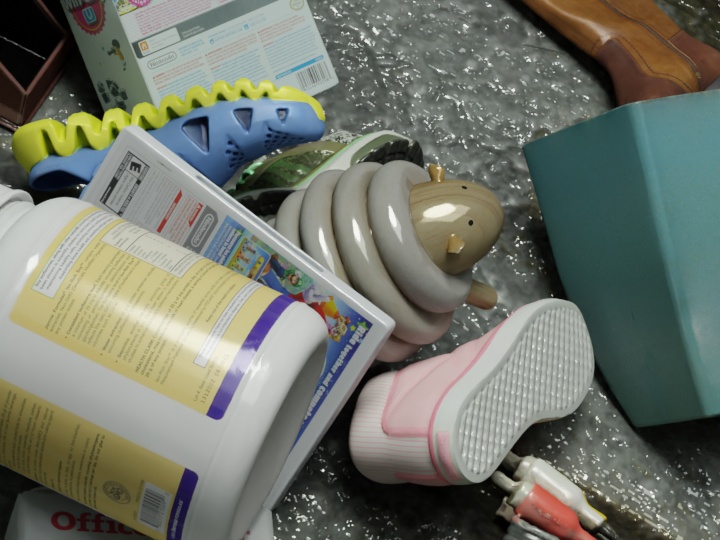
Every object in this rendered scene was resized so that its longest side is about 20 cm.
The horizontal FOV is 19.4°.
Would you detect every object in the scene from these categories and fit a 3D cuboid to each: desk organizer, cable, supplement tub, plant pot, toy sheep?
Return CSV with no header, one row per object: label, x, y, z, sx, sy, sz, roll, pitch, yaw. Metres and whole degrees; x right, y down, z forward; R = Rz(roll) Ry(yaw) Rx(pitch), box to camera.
desk organizer,-0.210,-0.195,1.417,0.071,0.077,0.201,26,49,0
cable,0.162,0.172,1.280,0.199,0.051,0.097,27,11,6
supplement tub,-0.132,0.050,1.112,0.199,0.146,0.146,25,49,7
plant pot,0.217,-0.006,1.374,0.140,0.141,0.202,-11,87,-27
toy sheep,0.000,0.000,1.295,0.138,0.199,0.139,46,28,-33

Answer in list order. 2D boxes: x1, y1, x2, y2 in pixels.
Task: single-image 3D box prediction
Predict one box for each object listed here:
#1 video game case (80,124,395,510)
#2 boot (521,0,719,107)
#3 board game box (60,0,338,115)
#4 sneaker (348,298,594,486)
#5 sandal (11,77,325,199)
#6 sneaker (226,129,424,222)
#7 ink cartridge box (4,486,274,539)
video game case,-0.095,0.029,1.253,0.199,0.144,0.018,37,19,9
boot,0.177,-0.163,1.549,0.188,0.069,0.200,-28,67,-35
board game box,-0.120,-0.187,1.394,0.147,0.064,0.202,-27,100,-36
sneaker,0.064,0.075,1.304,0.200,0.104,0.076,-35,111,-52
sandal,-0.114,-0.063,1.299,0.198,0.079,0.088,-14,79,14
sneaker,-0.056,-0.043,1.383,0.199,0.078,0.088,-22,33,-31
ink cartridge box,-0.117,0.224,1.122,0.144,0.088,0.201,6,53,-18
